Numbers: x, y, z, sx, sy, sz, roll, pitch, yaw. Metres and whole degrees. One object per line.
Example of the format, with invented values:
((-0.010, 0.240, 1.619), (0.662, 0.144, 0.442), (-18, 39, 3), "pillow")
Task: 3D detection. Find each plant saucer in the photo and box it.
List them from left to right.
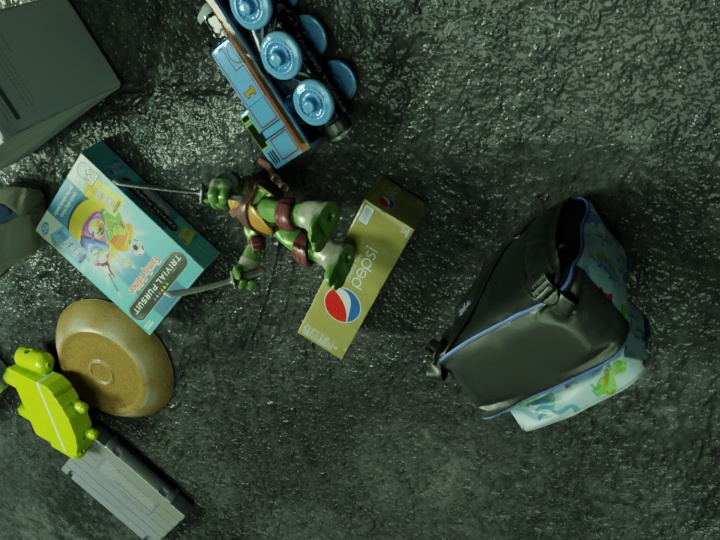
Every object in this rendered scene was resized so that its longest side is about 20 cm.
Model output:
((-0.363, 0.138, 1.094), (0.195, 0.036, 0.205), (10, 121, 16), "plant saucer")

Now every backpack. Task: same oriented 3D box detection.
((0.182, 0.042, 0.735), (0.147, 0.201, 0.182), (46, 126, -10), "backpack")

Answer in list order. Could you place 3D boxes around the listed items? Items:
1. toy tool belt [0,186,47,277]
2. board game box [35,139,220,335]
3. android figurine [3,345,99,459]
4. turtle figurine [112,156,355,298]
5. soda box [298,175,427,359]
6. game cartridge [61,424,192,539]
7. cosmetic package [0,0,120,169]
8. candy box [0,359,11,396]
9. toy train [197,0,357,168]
((-0.489, -0.047, 0.942), (0.120, 0.200, 0.128), (15, 114, 9), "toy tool belt")
((-0.296, -0.037, 0.964), (0.200, 0.047, 0.151), (43, 124, -6), "board game box")
((-0.457, 0.201, 1.131), (0.197, 0.041, 0.186), (8, 121, 38), "android figurine")
((-0.117, -0.029, 0.792), (0.190, 0.199, 0.147), (17, 116, 30), "turtle figurine")
((0.000, 0.000, 0.860), (0.063, 0.068, 0.202), (30, 124, 1), "soda box")
((-0.371, 0.343, 1.215), (0.200, 0.039, 0.130), (43, 120, -6), "game cartridge")
((-0.409, -0.184, 0.833), (0.196, 0.201, 0.125), (-24, 106, 29), "cosmetic package")
((-0.650, 0.138, 1.188), (0.135, 0.061, 0.201), (-32, 104, 31), "candy box")
((-0.088, -0.209, 0.769), (0.113, 0.087, 0.202), (-24, 108, 36), "toy train")
